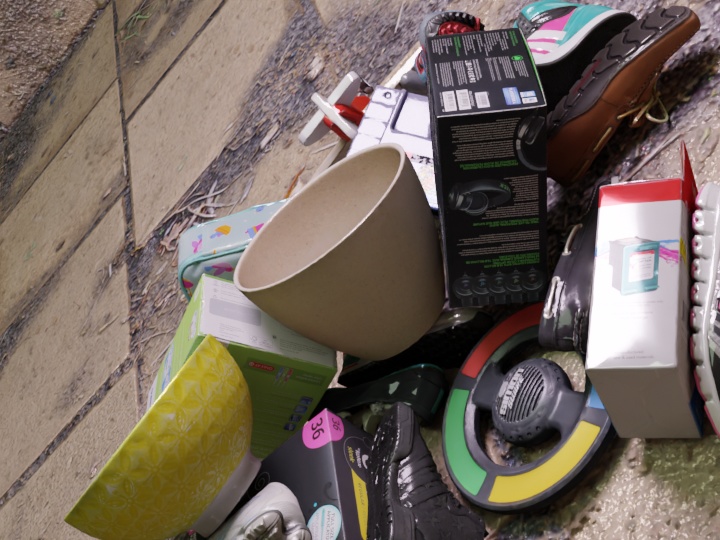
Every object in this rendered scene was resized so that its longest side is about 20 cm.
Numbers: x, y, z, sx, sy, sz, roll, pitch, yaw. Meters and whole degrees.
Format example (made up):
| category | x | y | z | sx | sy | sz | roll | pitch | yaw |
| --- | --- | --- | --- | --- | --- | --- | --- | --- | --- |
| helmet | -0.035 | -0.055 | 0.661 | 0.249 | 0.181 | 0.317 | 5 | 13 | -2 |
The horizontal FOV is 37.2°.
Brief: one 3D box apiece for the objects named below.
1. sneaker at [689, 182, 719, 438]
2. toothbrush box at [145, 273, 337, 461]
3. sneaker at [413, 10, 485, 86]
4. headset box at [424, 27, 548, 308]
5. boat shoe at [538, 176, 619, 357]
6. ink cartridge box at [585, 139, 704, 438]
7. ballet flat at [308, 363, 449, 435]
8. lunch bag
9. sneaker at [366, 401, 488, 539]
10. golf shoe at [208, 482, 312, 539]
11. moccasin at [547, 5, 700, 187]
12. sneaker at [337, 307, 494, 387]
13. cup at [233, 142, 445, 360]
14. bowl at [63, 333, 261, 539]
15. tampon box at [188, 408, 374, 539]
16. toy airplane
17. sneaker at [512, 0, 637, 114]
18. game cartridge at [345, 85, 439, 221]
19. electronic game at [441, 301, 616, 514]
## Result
| category | x | y | z | sx | sy | sz | roll | pitch | yaw |
| --- | --- | --- | --- | --- | --- | --- | --- | --- | --- |
| sneaker | 0.288 | 0.028 | 0.771 | 0.087 | 0.074 | 0.202 | -4 | 68 | 27 |
| toothbrush box | -0.126 | 0.115 | 1.091 | 0.087 | 0.144 | 0.201 | -95 | 26 | -47 |
| sneaker | 0.092 | -0.214 | 1.137 | 0.095 | 0.200 | 0.080 | 11 | 82 | 27 |
| headset box | 0.112 | -0.087 | 0.957 | 0.092 | 0.202 | 0.175 | -5 | 32 | 3 |
| boat shoe | 0.191 | -0.006 | 0.908 | 0.060 | 0.074 | 0.201 | -3 | 45 | 22 |
| ink cartridge box | 0.224 | 0.013 | 0.822 | 0.067 | 0.116 | 0.202 | -4 | 55 | 26 |
| ballet flat | 0.005 | 0.146 | 1.069 | 0.199 | 0.073 | 0.074 | -21 | 46 | 41 |
| lunch bag | -0.096 | 0.008 | 1.213 | 0.198 | 0.162 | 0.077 | -15 | 37 | 6 |
| sneaker | 0.060 | 0.209 | 0.900 | 0.060 | 0.103 | 0.201 | -54 | 19 | 36 |
| golf shoe | -0.115 | 0.264 | 0.903 | 0.200 | 0.078 | 0.097 | -45 | 18 | 10 |
| moccasin | 0.246 | -0.162 | 1.013 | 0.202 | 0.077 | 0.074 | -51 | 16 | 17 |
| sneaker | 0.051 | 0.056 | 1.080 | 0.199 | 0.070 | 0.094 | -28 | 47 | 42 |
| cup | 0.000 | 0.000 | 1.010 | 0.199 | 0.144 | 0.201 | -33 | 22 | 15 |
| bowl | -0.150 | 0.165 | 0.924 | 0.201 | 0.107 | 0.200 | -52 | 4 | 5 |
| tampon box | -0.047 | 0.259 | 0.980 | 0.200 | 0.126 | 0.151 | -42 | 35 | 22 |
| toy airplane | 0.011 | -0.161 | 1.265 | 0.199 | 0.141 | 0.200 | -47 | -2 | -33 |
| sneaker | 0.177 | -0.216 | 1.109 | 0.199 | 0.084 | 0.121 | -31 | 30 | -6 |
| game cartridge | 0.085 | -0.116 | 1.123 | 0.198 | 0.038 | 0.131 | 16 | 68 | 20 |
| electronic game | 0.146 | 0.113 | 0.925 | 0.199 | 0.041 | 0.202 | -35 | 38 | 33 |
